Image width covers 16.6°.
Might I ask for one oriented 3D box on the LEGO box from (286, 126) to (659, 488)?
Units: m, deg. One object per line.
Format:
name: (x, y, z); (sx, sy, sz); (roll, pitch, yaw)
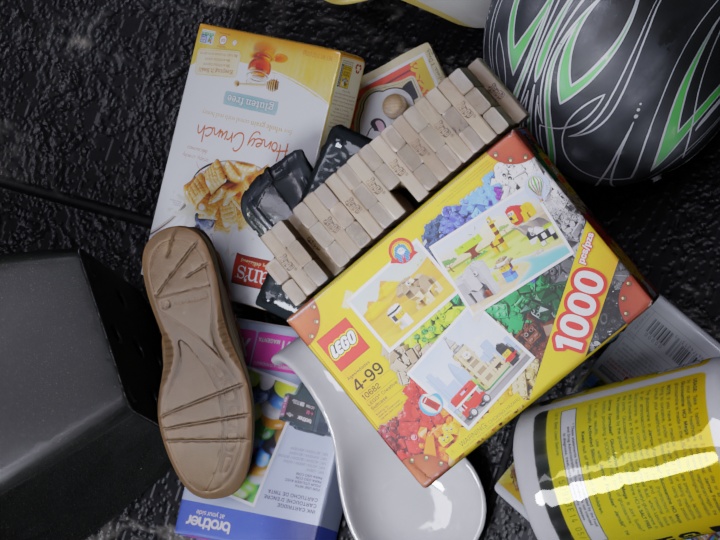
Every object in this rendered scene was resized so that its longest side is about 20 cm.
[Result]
LEGO box: (0.077, 0.024, 1.659); (0.200, 0.077, 0.149); (-40, 87, 11)

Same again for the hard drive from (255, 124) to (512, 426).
hard drive: (0.043, 0.002, 1.720); (0.200, 0.033, 0.140); (26, 99, 7)

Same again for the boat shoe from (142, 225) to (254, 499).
boat shoe: (-0.113, 0.065, 1.810); (0.072, 0.072, 0.201); (-11, 92, 11)

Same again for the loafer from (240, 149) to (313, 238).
loafer: (0.000, 0.000, 1.779); (0.070, 0.068, 0.201); (-43, 94, 7)

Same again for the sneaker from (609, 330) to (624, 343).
sneaker: (0.102, -0.012, 1.752); (0.200, 0.072, 0.072); (38, 90, 19)

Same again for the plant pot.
plant pot: (-0.242, 0.091, 1.836); (0.177, 0.200, 0.200); (-25, 68, 10)

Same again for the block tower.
block tower: (0.020, -0.060, 1.671); (0.200, 0.058, 0.054); (-41, 86, 11)

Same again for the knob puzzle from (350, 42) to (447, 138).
knob puzzle: (-0.003, -0.054, 1.850); (0.219, 0.030, 0.220); (-6, 75, 23)

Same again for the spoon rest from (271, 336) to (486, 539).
spoon rest: (0.009, 0.128, 1.758); (0.099, 0.061, 0.200); (-37, 82, -6)

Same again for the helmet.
helmet: (0.178, -0.158, 1.717); (0.200, 0.200, 0.191); (37, 76, 27)

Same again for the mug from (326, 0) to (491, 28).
mug: (0.059, -0.253, 1.804); (0.186, 0.153, 0.150); (18, 85, 27)

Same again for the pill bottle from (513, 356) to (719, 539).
pill bottle: (0.212, 0.121, 1.635); (0.200, 0.112, 0.113); (-16, 71, 22)

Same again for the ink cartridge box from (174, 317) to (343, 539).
ink cartridge box: (-0.066, 0.140, 1.825); (0.119, 0.042, 0.201); (8, 82, 26)

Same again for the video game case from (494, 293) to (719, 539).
video game case: (0.219, 0.145, 1.705); (0.200, 0.023, 0.182); (41, 95, 26)

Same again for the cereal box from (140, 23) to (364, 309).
cereal box: (-0.082, -0.076, 1.860); (0.144, 0.039, 0.200); (14, 91, 36)
